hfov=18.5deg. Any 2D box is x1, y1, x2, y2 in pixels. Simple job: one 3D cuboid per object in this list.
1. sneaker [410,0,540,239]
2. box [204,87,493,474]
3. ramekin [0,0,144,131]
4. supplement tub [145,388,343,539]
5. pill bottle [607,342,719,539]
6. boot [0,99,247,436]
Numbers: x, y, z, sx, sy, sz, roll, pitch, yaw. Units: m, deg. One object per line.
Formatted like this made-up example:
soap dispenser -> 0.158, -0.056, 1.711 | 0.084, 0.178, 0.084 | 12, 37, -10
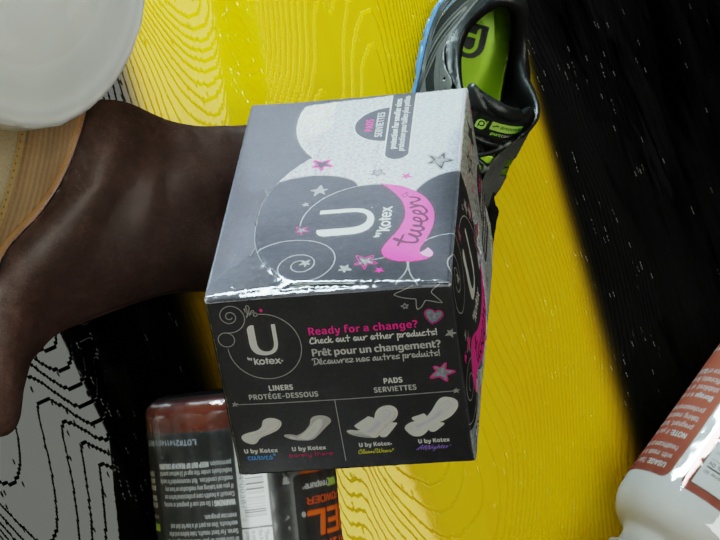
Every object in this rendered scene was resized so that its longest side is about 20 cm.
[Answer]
sneaker -> 0.060, -0.076, 1.302 | 0.070, 0.083, 0.201 | 11, 86, -18
box -> 0.000, 0.000, 1.175 | 0.131, 0.201, 0.115 | -5, 124, 9
ramekin -> -0.215, -0.172, 1.174 | 0.202, 0.094, 0.204 | 8, 79, -51
supplement tub -> -0.060, 0.166, 1.239 | 0.106, 0.107, 0.202 | -6, 90, -18
pill bottle -> 0.226, 0.128, 1.333 | 0.112, 0.112, 0.200 | 41, 77, -12
boot -> -0.138, 0.002, 1.237 | 0.165, 0.072, 0.202 | 7, 82, -16
